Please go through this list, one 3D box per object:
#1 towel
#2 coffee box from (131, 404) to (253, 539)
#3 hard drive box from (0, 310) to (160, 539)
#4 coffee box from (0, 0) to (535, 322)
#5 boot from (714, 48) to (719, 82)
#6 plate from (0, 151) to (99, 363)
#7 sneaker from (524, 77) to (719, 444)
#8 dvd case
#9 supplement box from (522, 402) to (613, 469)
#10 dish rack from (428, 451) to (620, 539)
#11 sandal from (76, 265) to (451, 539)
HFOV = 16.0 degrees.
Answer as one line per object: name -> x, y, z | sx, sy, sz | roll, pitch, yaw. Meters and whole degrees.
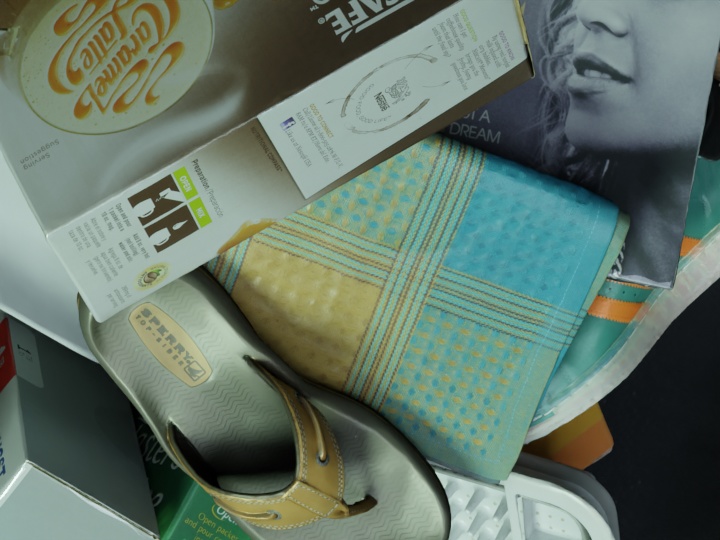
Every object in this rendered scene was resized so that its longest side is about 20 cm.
towel -> 0.000, 0.000, 1.109 | 0.199, 0.022, 0.147 | 21, 115, -10
coffee box -> -0.100, 0.131, 1.183 | 0.044, 0.123, 0.201 | 34, 79, -23
hard drive box -> -0.187, 0.140, 1.188 | 0.077, 0.156, 0.200 | 34, 104, -24
coffee box -> -0.046, -0.085, 0.994 | 0.199, 0.115, 0.080 | -29, 151, -3
boot -> 0.243, -0.144, 1.195 | 0.198, 0.072, 0.167 | -6, 119, -6
plate -> -0.114, -0.073, 1.078 | 0.199, 0.032, 0.200 | 31, 106, -38
sneaker -> 0.113, -0.007, 1.185 | 0.200, 0.071, 0.080 | -44, 104, -7
dvd case -> 0.085, -0.104, 1.129 | 0.147, 0.016, 0.202 | 11, 87, -5
supplement box -> 0.052, 0.017, 1.228 | 0.066, 0.069, 0.201 | -34, 122, -19
dish rack -> 0.043, 0.136, 1.246 | 0.199, 0.044, 0.173 | 14, 134, 25
sandal -> -0.042, 0.069, 1.097 | 0.082, 0.055, 0.200 | -39, 109, 9
